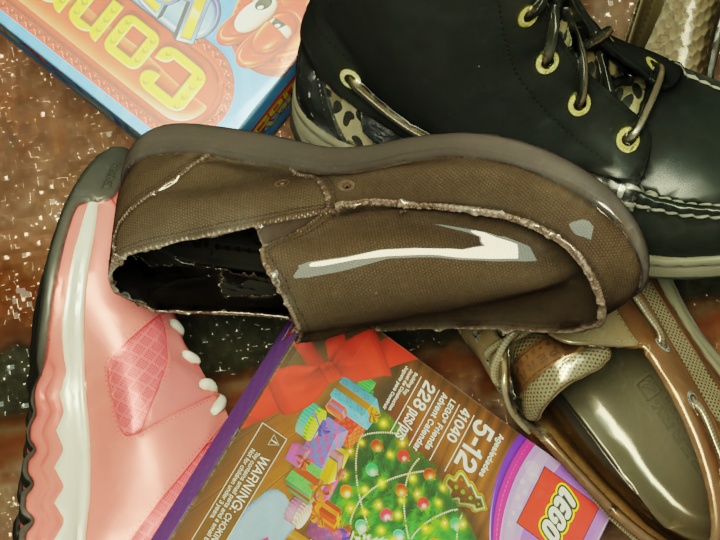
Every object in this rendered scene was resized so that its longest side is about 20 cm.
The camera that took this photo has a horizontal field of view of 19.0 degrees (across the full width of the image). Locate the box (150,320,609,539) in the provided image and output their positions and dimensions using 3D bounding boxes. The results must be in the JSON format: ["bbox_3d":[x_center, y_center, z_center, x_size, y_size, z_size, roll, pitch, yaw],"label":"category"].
[{"bbox_3d":[-0.010,0.124,0.744,0.137,0.039,0.200,36,59,-9],"label":"box"}]

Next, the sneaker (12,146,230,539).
[{"bbox_3d":[-0.081,0.054,0.800,0.087,0.074,0.201,6,74,-11],"label":"sneaker"}]

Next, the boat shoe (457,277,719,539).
[{"bbox_3d":[0.078,0.023,0.779,0.200,0.072,0.076,46,117,10],"label":"boat shoe"}]

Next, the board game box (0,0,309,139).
[{"bbox_3d":[-0.073,-0.165,0.829,0.200,0.056,0.196,38,86,6],"label":"board game box"}]

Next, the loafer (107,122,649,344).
[{"bbox_3d":[0.000,0.000,0.732,0.200,0.073,0.071,4,49,27],"label":"loafer"}]

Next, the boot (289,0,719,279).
[{"bbox_3d":[0.068,-0.078,0.711,0.203,0.154,0.074,14,56,13],"label":"boot"}]

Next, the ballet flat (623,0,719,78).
[{"bbox_3d":[0.119,-0.117,0.811,0.046,0.067,0.200,11,90,-3],"label":"ballet flat"}]
